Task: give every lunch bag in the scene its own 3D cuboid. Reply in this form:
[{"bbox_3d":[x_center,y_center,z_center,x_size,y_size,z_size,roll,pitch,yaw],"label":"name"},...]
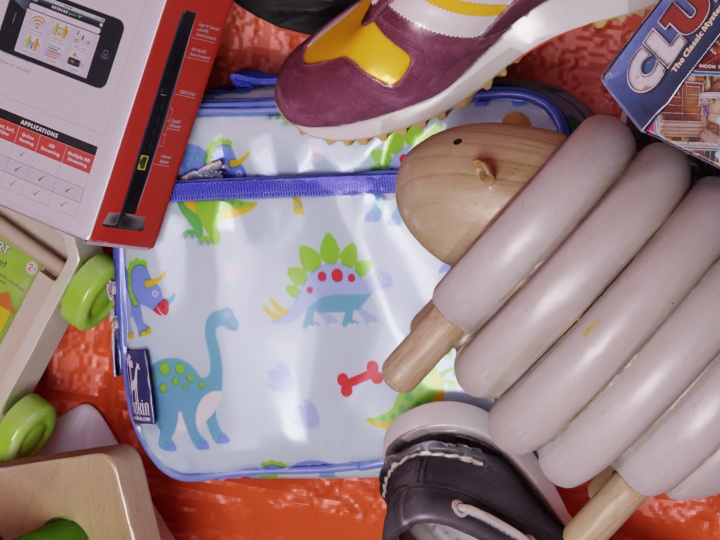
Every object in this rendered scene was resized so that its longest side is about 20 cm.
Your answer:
[{"bbox_3d":[0.000,0.000,1.184,0.199,0.082,0.162,0,97,15],"label":"lunch bag"}]

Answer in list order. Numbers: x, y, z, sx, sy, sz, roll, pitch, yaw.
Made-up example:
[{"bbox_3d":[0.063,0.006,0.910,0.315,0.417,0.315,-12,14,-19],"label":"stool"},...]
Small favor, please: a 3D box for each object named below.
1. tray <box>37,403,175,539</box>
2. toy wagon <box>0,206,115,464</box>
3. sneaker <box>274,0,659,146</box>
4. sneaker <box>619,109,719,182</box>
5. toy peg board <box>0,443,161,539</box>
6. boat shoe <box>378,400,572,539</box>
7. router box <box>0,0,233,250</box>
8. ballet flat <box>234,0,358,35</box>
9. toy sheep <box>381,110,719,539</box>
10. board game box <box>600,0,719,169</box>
[{"bbox_3d":[-0.170,0.150,1.287,0.200,0.022,0.108,-31,89,18],"label":"tray"},{"bbox_3d":[-0.168,-0.020,1.239,0.155,0.040,0.201,34,106,17],"label":"toy wagon"},{"bbox_3d":[0.041,-0.121,1.090,0.199,0.075,0.090,-26,121,20],"label":"sneaker"},{"bbox_3d":[0.166,-0.115,1.116,0.077,0.080,0.200,42,103,-8],"label":"sneaker"},{"bbox_3d":[-0.171,0.188,1.204,0.198,0.098,0.201,-10,96,33],"label":"toy peg board"},{"bbox_3d":[0.077,0.133,1.152,0.074,0.060,0.200,-24,124,28],"label":"boat shoe"},{"bbox_3d":[-0.143,-0.125,1.171,0.199,0.049,0.180,23,97,27],"label":"router box"},{"bbox_3d":[0.039,-0.128,1.173,0.199,0.067,0.057,-4,55,16],"label":"ballet flat"},{"bbox_3d":[0.094,0.022,1.069,0.200,0.138,0.138,40,107,-2],"label":"toy sheep"},{"bbox_3d":[0.195,-0.079,1.064,0.136,0.200,0.035,-52,44,17],"label":"board game box"}]
